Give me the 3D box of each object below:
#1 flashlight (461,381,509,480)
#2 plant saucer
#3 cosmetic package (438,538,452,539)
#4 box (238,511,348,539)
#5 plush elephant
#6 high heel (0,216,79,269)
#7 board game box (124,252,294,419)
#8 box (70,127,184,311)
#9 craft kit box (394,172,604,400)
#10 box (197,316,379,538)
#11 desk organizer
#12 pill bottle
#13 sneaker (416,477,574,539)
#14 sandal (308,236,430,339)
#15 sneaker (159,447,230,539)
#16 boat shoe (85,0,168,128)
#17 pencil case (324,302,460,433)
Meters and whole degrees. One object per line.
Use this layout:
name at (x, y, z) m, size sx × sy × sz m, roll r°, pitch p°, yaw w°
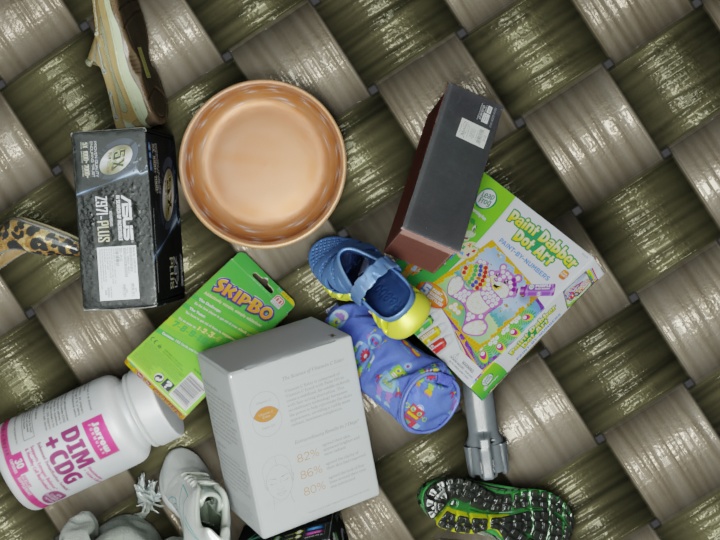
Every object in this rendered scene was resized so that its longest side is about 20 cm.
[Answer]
flashlight at (0.139, 0.140, 1.530) m, size 0.068 × 0.068 × 0.200 m, roll -13°, pitch 98°, yaw -36°
plant saucer at (-0.115, -0.126, 1.542) m, size 0.200 × 0.037 × 0.201 m, roll 0°, pitch 93°, yaw 4°
cosmetic package at (0.114, 0.429, 1.523) m, size 0.073 × 0.104 × 0.200 m, roll 7°, pitch 94°, yaw 2°
box at (-0.067, 0.366, 1.478) m, size 0.124 × 0.200 × 0.149 m, roll -17°, pitch 92°, yaw 1°
plush elephant at (-0.277, 0.349, 1.512) m, size 0.164 × 0.155 × 0.200 m, roll 12°, pitch 94°, yaw 2°
high heel at (-0.421, 0.005, 1.541) m, size 0.200 × 0.071 × 0.143 m, roll 12°, pitch 87°, yaw 19°
board game box at (-0.173, 0.072, 1.517) m, size 0.096 × 0.030 × 0.200 m, roll 44°, pitch 63°, yaw 0°
box at (-0.264, -0.059, 1.489) m, size 0.086 × 0.164 × 0.200 m, roll -3°, pitch 92°, yaw 3°
craft kit box at (0.139, 0.013, 1.469) m, size 0.198 × 0.049 × 0.200 m, roll -45°, pitch 51°, yaw -3°
box at (-0.081, 0.175, 1.472) m, size 0.152 × 0.106 × 0.200 m, roll -16°, pitch 106°, yaw -24°
desk organizer at (0.094, -0.105, 1.476) m, size 0.072 × 0.077 × 0.200 m, roll 23°, pitch 65°, yaw -8°
pill bottle at (-0.318, 0.193, 1.528) m, size 0.200 × 0.113 × 0.114 m, roll -25°, pitch 91°, yaw 4°
sneaker at (0.161, 0.281, 1.530) m, size 0.200 × 0.085 × 0.078 m, roll 20°, pitch 86°, yaw -13°
sandal at (0.000, 0.000, 1.472) m, size 0.080 × 0.200 × 0.087 m, roll -48°, pitch 129°, yaw -10°
sneaker at (-0.182, 0.267, 1.495) m, size 0.070 × 0.200 × 0.080 m, roll 3°, pitch 124°, yaw -25°
boat shoe at (-0.294, -0.261, 1.533) m, size 0.076 × 0.072 × 0.200 m, roll -14°, pitch 90°, yaw 19°
pencil case at (0.032, 0.104, 1.471) m, size 0.078 × 0.200 × 0.087 m, roll 20°, pitch 103°, yaw -39°
